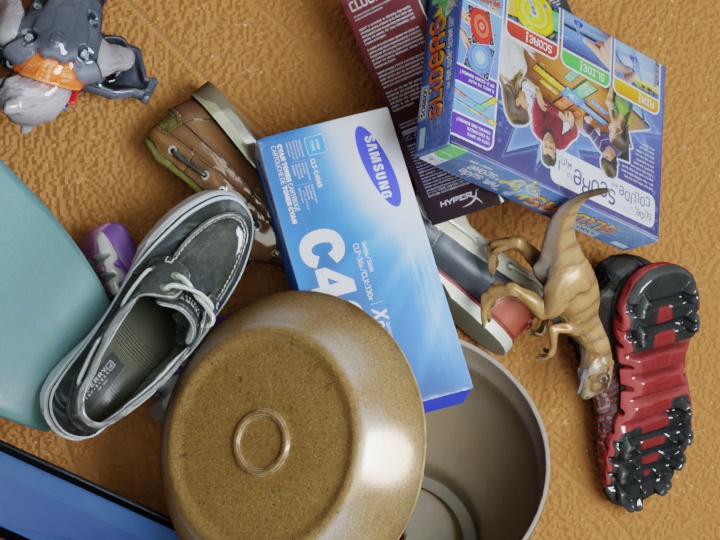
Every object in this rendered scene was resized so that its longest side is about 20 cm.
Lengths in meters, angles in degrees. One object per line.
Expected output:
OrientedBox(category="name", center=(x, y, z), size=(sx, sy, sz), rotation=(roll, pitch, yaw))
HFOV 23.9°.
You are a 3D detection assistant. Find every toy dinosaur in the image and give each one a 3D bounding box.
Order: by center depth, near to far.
OrientedBox(category="toy dinosaur", center=(0.134, 0.000, 1.156), size=(0.105, 0.061, 0.201), rotation=(2, 135, 20))

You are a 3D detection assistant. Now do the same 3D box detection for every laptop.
OrientedBox(category="laptop", center=(-0.212, 0.234, 1.153), size=(0.176, 0.103, 0.201), rotation=(26, 86, -10))

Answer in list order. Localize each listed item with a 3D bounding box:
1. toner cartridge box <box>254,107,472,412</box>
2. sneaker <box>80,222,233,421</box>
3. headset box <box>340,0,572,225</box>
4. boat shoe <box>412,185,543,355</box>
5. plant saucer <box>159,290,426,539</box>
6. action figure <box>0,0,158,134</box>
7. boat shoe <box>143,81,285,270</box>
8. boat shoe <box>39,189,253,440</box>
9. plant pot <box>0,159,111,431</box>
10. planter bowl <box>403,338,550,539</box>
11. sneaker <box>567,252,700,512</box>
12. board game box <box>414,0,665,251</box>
OrientedBox(category="toner cartridge box", center=(0.000, 0.000, 1.129), size=(0.094, 0.043, 0.201), rotation=(-15, 76, -10))
OrientedBox(category="sneaker", center=(-0.121, 0.050, 1.186), size=(0.088, 0.080, 0.201), rotation=(-32, 95, -21))
OrientedBox(category="headset box", center=(0.081, -0.154, 1.188), size=(0.148, 0.075, 0.201), rotation=(-29, 98, -42))
OrientedBox(category="boat shoe", center=(0.052, -0.026, 1.218), size=(0.200, 0.071, 0.063), rotation=(43, 77, -11))
OrientedBox(category="plant saucer", center=(-0.054, 0.109, 1.069), size=(0.199, 0.035, 0.202), rotation=(-7, 76, 28))
OrientedBox(category="action figure", center=(-0.225, -0.191, 1.147), size=(0.198, 0.105, 0.195), rotation=(8, 80, -13))
OrientedBox(category="boat shoe", center=(-0.072, -0.034, 1.198), size=(0.068, 0.072, 0.200), rotation=(-38, 87, -7))
OrientedBox(category="boat shoe", center=(-0.124, 0.031, 1.102), size=(0.072, 0.071, 0.201), rotation=(44, 67, -25))
OrientedBox(category="plant pot", center=(-0.263, 0.008, 1.098), size=(0.200, 0.141, 0.142), rotation=(44, 69, -38))
OrientedBox(category="planter bowl", center=(0.025, 0.159, 1.164), size=(0.198, 0.135, 0.202), rotation=(0, 56, 0))
OrientedBox(category="sneaker", center=(0.197, 0.076, 1.250), size=(0.070, 0.098, 0.202), rotation=(-11, 116, -23))
OrientedBox(category="board game box", center=(0.125, -0.108, 1.138), size=(0.199, 0.034, 0.136), rotation=(22, 65, -35))
